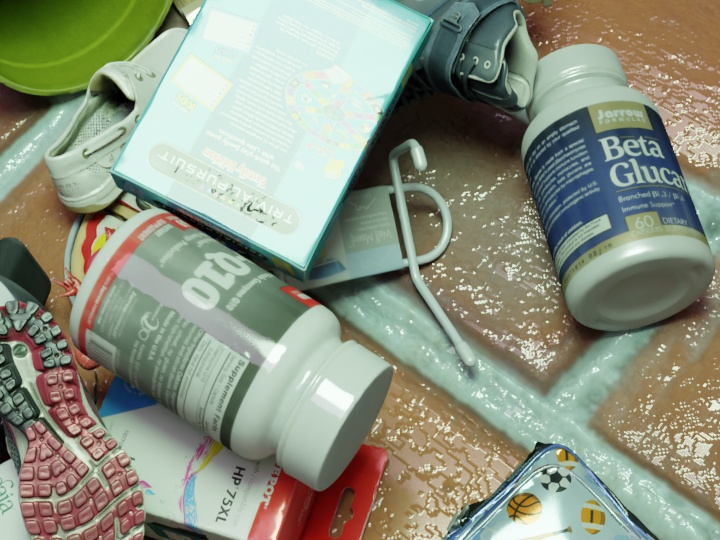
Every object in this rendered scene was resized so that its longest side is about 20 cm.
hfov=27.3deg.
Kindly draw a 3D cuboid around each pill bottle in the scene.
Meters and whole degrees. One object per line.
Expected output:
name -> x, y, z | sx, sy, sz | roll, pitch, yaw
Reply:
pill bottle -> -0.084, 0.053, 0.992 | 0.199, 0.114, 0.114 | 30, 68, 14
pill bottle -> 0.183, -0.067, 1.108 | 0.110, 0.111, 0.201 | -13, 60, 0

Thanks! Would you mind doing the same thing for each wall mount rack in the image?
wall mount rack -> 0.000, 0.000, 1.093 | 0.199, 0.074, 0.175 | -12, 88, -24

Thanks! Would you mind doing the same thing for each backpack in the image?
backpack -> 0.114, 0.228, 0.937 | 0.190, 0.154, 0.200 | -43, 67, -5

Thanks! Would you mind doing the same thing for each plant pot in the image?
plant pot -> -0.288, -0.284, 1.260 | 0.200, 0.201, 0.193 | -37, 51, -14

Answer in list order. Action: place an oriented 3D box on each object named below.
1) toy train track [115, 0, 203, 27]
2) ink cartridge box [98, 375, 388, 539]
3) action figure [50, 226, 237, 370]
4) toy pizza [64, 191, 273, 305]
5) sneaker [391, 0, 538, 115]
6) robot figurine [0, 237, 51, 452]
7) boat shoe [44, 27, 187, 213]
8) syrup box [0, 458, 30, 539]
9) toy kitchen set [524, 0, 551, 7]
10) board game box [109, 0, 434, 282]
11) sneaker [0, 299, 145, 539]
toy train track -> -0.187, -0.289, 1.328 | 0.114, 0.033, 0.200 | -30, 60, -10
ink cartridge box -> -0.091, 0.141, 1.053 | 0.198, 0.067, 0.117 | 14, 64, 14
action figure -> -0.156, -0.016, 1.112 | 0.099, 0.065, 0.200 | 40, 73, 6
toy pizza -> -0.140, -0.021, 1.171 | 0.198, 0.032, 0.202 | -3, 60, 6
sneaker -> 0.042, -0.137, 1.120 | 0.146, 0.077, 0.203 | 38, 93, 29
robot figurine -> -0.300, 0.072, 1.090 | 0.124, 0.150, 0.201 | 33, 60, -25
boat shoe -> -0.189, -0.139, 1.209 | 0.070, 0.070, 0.201 | 6, 51, 29
syrup box -> -0.299, 0.222, 1.027 | 0.199, 0.082, 0.079 | -30, 63, -8
toy kitchen set -> 0.059, -0.282, 1.194 | 0.179, 0.200, 0.164 | -6, 59, 4
board game box -> -0.060, -0.116, 1.034 | 0.150, 0.047, 0.201 | 27, 79, 3
sneaker -> -0.198, 0.118, 1.000 | 0.080, 0.075, 0.201 | -18, 81, -9
